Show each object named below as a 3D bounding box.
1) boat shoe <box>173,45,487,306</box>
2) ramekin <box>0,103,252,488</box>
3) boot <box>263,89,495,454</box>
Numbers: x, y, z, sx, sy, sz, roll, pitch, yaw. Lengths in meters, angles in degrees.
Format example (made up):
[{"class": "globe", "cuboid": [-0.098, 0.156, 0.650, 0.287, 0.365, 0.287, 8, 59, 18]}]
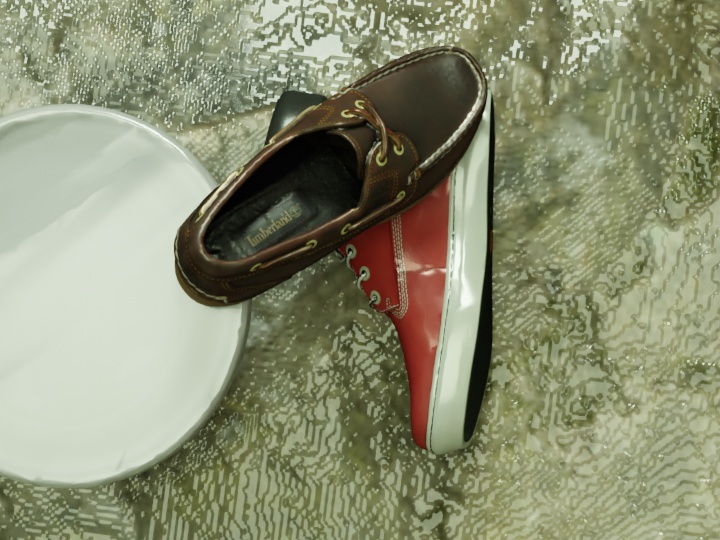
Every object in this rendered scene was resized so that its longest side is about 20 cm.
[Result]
[{"class": "boat shoe", "cuboid": [-0.009, -0.052, 1.279, 0.200, 0.070, 0.070, -40, 83, -17]}, {"class": "ramekin", "cuboid": [-0.151, 0.016, 1.350, 0.201, 0.094, 0.204, 0, 86, 6]}, {"class": "boot", "cuboid": [0.000, 0.000, 1.350, 0.143, 0.072, 0.201, 0, 77, 7]}]
